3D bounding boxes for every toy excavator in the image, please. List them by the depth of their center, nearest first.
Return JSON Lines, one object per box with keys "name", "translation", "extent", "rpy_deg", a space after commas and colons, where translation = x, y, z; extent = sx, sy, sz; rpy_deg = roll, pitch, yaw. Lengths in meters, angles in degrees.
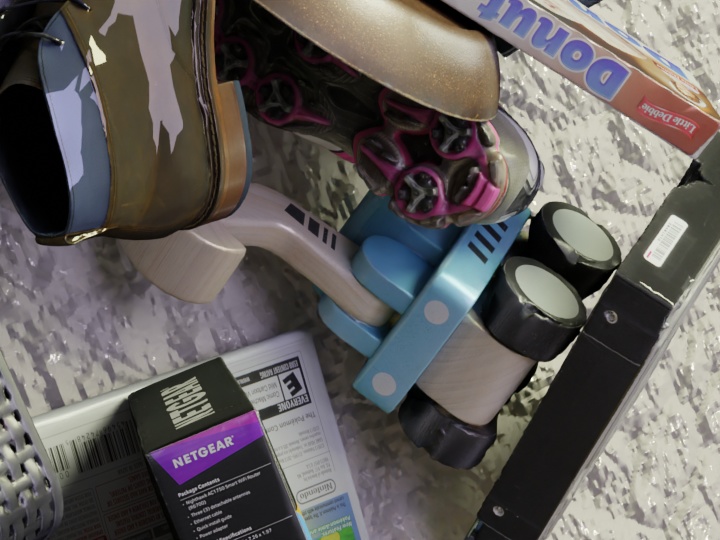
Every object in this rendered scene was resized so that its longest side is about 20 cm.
{"name": "toy excavator", "translation": [0.000, 0.000, 1.309], "extent": [0.200, 0.100, 0.195], "rpy_deg": [36, 31, 1]}

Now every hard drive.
{"name": "hard drive", "translation": [0.122, 0.043, 1.342], "extent": [0.038, 0.200, 0.140], "rpy_deg": [32, 40, 7]}

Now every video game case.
{"name": "video game case", "translation": [-0.071, 0.136, 1.256], "extent": [0.199, 0.022, 0.183], "rpy_deg": [-17, 92, -46]}

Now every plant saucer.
{"name": "plant saucer", "translation": [-0.012, -0.139, 1.246], "extent": [0.200, 0.032, 0.200], "rpy_deg": [34, 15, -10]}

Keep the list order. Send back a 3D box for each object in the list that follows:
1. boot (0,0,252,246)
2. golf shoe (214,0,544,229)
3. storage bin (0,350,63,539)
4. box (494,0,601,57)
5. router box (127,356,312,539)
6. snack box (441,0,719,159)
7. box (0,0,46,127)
{"name": "boot", "translation": [-0.109, -0.105, 1.096], "extent": [0.097, 0.074, 0.201], "rpy_deg": [-24, 98, -48]}
{"name": "golf shoe", "translation": [0.000, -0.087, 1.310], "extent": [0.200, 0.073, 0.092], "rpy_deg": [41, 18, 18]}
{"name": "storage bin", "translation": [-0.216, 0.036, 1.054], "extent": [0.094, 0.135, 0.201], "rpy_deg": [-28, 97, -44]}
{"name": "box", "translation": [0.084, -0.232, 1.324], "extent": [0.201, 0.148, 0.107], "rpy_deg": [58, 16, -14]}
{"name": "router box", "translation": [-0.044, 0.121, 1.142], "extent": [0.051, 0.200, 0.150], "rpy_deg": [-22, 97, -5]}
{"name": "snack box", "translation": [0.073, -0.119, 1.264], "extent": [0.199, 0.024, 0.072], "rpy_deg": [30, 16, -19]}
{"name": "box", "translation": [-0.179, -0.153, 1.165], "extent": [0.148, 0.104, 0.201], "rpy_deg": [-28, 99, -45]}
